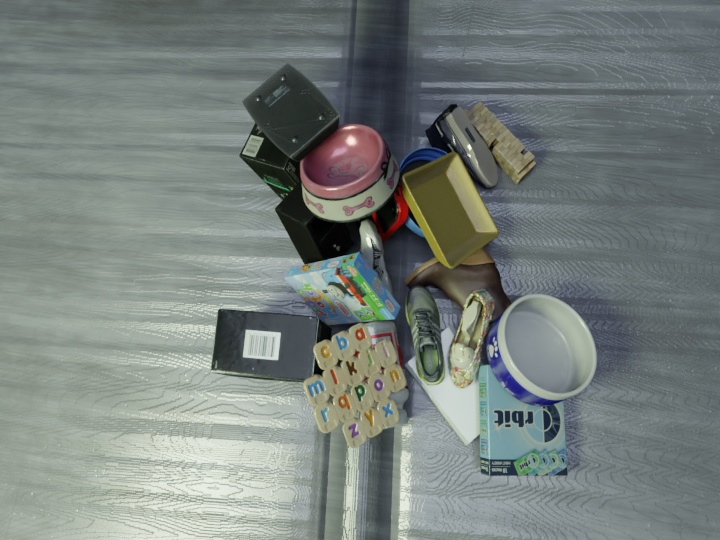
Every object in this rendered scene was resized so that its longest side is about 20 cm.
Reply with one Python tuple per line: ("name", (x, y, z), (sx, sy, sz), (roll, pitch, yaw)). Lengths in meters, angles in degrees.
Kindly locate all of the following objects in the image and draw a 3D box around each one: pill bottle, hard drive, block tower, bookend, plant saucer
("pill bottle", (0.036, 0.213, 1.080), (0.109, 0.112, 0.205), (-11, 76, 2))
("hard drive", (-0.131, -0.301, 1.024), (0.134, 0.042, 0.201), (-40, 59, -2))
("block tower", (0.308, -0.292, 1.208), (0.058, 0.054, 0.201), (-40, 77, -6))
("bookend", (-0.056, -0.118, 1.132), (0.091, 0.202, 0.200), (26, 66, 31))
("hard drive", (0.202, 0.234, 1.106), (0.131, 0.026, 0.201), (-38, 76, -5))
("plant saucer", (0.175, -0.121, 1.089), (0.198, 0.048, 0.203), (-30, 91, -40))

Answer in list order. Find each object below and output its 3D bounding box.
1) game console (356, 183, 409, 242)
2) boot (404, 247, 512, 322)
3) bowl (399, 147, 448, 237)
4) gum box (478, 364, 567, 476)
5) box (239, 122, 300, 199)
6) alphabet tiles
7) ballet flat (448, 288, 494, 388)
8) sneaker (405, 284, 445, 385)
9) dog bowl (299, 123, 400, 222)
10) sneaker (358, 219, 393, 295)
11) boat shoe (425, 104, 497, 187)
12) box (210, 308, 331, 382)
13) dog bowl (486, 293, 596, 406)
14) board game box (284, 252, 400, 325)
("game console", (0.026, -0.166, 1.150), (0.030, 0.177, 0.204), (-12, 72, -29))
("boot", (0.208, 0.047, 1.125), (0.196, 0.072, 0.170), (-22, 75, -3))
("bowl", (0.156, -0.164, 1.156), (0.196, 0.039, 0.206), (7, 75, -24))
("gum box", (0.317, 0.293, 1.051), (0.165, 0.045, 0.206), (4, 76, -13))
("box", (-0.137, -0.243, 1.146), (0.122, 0.200, 0.151), (20, 79, 25))
("alphabet tiles", (-0.007, 0.209, 0.983), (0.197, 0.015, 0.200), (-22, 90, -29))
("ballet flat", (0.212, 0.133, 1.069), (0.074, 0.063, 0.205), (12, 86, 34))
("sneaker", (0.135, 0.128, 1.075), (0.072, 0.081, 0.205), (-12, 80, 3))
("dog bowl", (-0.027, -0.191, 1.001), (0.195, 0.074, 0.204), (-9, 54, 12))
("sneaker", (0.000, 0.000, 1.121), (0.112, 0.075, 0.205), (-12, 110, 7))
("boat shoe", (0.227, -0.267, 1.207), (0.074, 0.092, 0.203), (-38, 101, -39))
("box", (-0.167, 0.155, 1.065), (0.194, 0.199, 0.127), (4, 80, 5))
("dog bowl", (0.347, 0.154, 1.033), (0.195, 0.079, 0.205), (6, 61, -12))
("board game box", (-0.038, 0.043, 1.063), (0.197, 0.152, 0.037), (-9, 40, 43))
